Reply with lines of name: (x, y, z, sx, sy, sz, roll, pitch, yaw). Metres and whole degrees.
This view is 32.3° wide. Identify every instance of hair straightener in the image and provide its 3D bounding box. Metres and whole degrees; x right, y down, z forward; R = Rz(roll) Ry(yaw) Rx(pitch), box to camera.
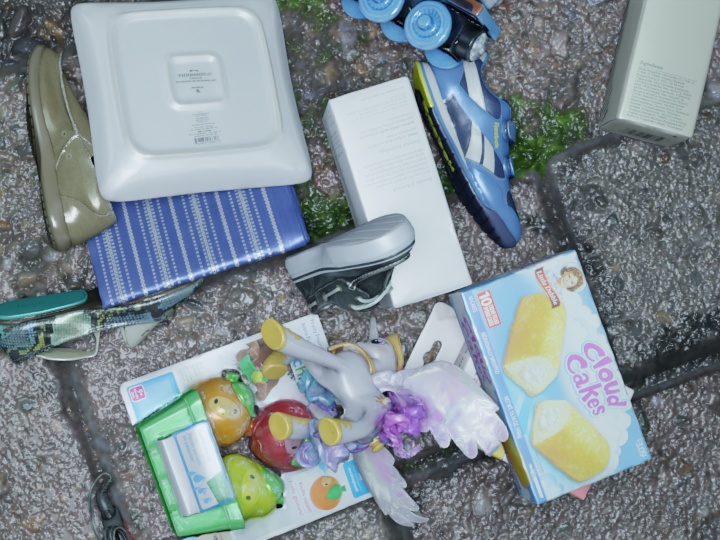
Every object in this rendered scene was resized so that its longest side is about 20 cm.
hair straightener: (-0.203, 0.282, 1.146, 0.041, 0.077, 0.201, -21, 90, -4)

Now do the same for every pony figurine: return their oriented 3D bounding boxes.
pony figurine: (0.010, 0.121, 1.104, 0.167, 0.200, 0.193, -45, 64, 28)

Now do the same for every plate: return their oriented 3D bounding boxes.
plate: (-0.153, -0.168, 1.145, 0.199, 0.032, 0.201, -7, 74, -19)

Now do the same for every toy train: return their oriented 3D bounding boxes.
toy train: (0.048, -0.272, 1.156, 0.200, 0.087, 0.115, 34, 95, 23)

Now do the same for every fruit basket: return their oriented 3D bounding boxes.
fruit basket: (-0.100, 0.158, 1.153, 0.199, 0.094, 0.186, -19, 90, -9)

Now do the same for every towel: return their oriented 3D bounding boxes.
towel: (-0.158, -0.054, 1.160, 0.199, 0.024, 0.145, -18, 62, -4)

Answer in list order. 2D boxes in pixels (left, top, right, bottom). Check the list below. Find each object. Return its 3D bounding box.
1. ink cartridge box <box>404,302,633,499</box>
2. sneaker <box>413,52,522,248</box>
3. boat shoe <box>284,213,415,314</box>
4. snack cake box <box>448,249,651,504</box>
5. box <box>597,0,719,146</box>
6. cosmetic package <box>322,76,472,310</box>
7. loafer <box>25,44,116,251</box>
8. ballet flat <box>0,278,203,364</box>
ink cartridge box: (0.142, 0.121, 1.188, 0.199, 0.067, 0.117, 26, 86, -4)
sneaker: (0.119, -0.119, 1.192, 0.082, 0.074, 0.201, -23, 91, -8)
boat shoe: (0.000, 0.000, 1.085, 0.072, 0.200, 0.071, -27, 95, -23)
snack cake box: (0.170, 0.094, 1.125, 0.115, 0.067, 0.201, -20, 90, -7)
box: (0.298, -0.229, 1.213, 0.082, 0.068, 0.201, 15, 87, -5)
cosmetic package: (0.031, -0.068, 1.163, 0.081, 0.113, 0.201, -19, 91, -5)
loafer: (-0.269, -0.114, 1.149, 0.067, 0.076, 0.201, -7, 76, -18)
ballet flat: (-0.240, 0.044, 1.164, 0.199, 0.074, 0.075, -11, 89, -4)
